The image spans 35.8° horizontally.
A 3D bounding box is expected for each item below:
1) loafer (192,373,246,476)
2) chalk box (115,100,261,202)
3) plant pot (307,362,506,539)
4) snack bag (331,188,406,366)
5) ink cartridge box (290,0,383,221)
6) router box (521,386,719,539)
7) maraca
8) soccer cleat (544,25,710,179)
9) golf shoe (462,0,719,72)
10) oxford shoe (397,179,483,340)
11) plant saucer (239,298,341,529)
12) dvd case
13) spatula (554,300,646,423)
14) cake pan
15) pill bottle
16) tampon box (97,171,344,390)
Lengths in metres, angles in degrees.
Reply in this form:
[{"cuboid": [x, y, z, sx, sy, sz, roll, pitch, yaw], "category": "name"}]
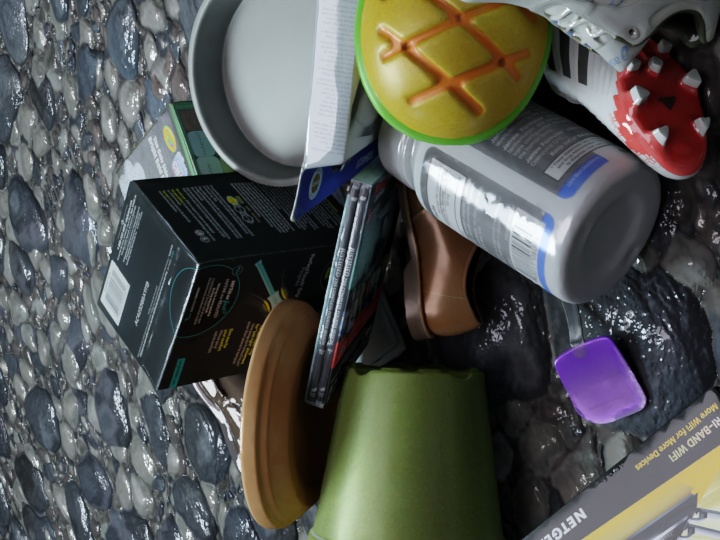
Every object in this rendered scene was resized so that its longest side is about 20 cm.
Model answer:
[{"cuboid": [-0.127, 0.137, 1.240, 0.071, 0.073, 0.201, -42, 70, 36], "category": "loafer"}, {"cuboid": [-0.147, -0.099, 1.154, 0.200, 0.123, 0.125, -34, 71, 49], "category": "chalk box"}, {"cuboid": [0.042, 0.177, 0.955, 0.199, 0.199, 0.192, -2, 85, 52], "category": "plant pot"}, {"cuboid": [-0.045, 0.031, 1.138, 0.200, 0.021, 0.190, -40, 69, 49], "category": "snack bag"}, {"cuboid": [0.010, -0.154, 0.890, 0.040, 0.200, 0.202, 15, 115, 15], "category": "ink cartridge box"}, {"cuboid": [0.223, 0.201, 0.766, 0.200, 0.052, 0.158, -46, 61, 24], "category": "router box"}, {"cuboid": [0.067, -0.187, 0.764, 0.107, 0.136, 0.202, -130, 48, -84], "category": "maraca"}, {"cuboid": [0.174, -0.138, 0.788, 0.201, 0.068, 0.085, 61, 152, 21], "category": "soccer cleat"}, {"cuboid": [0.147, -0.173, 0.701, 0.078, 0.198, 0.098, -164, 65, -72], "category": "golf shoe"}, {"cuboid": [0.072, -0.044, 0.951, 0.071, 0.071, 0.202, -6, 92, 21], "category": "oxford shoe"}, {"cuboid": [-0.054, 0.127, 0.984, 0.037, 0.200, 0.202, 4, 105, 16], "category": "plant saucer"}, {"cuboid": [0.000, 0.000, 0.961, 0.022, 0.146, 0.202, 18, 113, 10], "category": "dvd case"}, {"cuboid": [0.160, 0.022, 0.872, 0.056, 0.020, 0.201, -30, 71, 31], "category": "spatula"}, {"cuboid": [-0.071, -0.178, 1.007, 0.199, 0.037, 0.202, 9, 107, 33], "category": "cake pan"}, {"cuboid": [0.111, -0.071, 0.832, 0.200, 0.113, 0.115, 37, 126, 37], "category": "pill bottle"}, {"cuboid": [-0.117, 0.002, 1.042, 0.126, 0.199, 0.151, 47, 128, 33], "category": "tampon box"}]
